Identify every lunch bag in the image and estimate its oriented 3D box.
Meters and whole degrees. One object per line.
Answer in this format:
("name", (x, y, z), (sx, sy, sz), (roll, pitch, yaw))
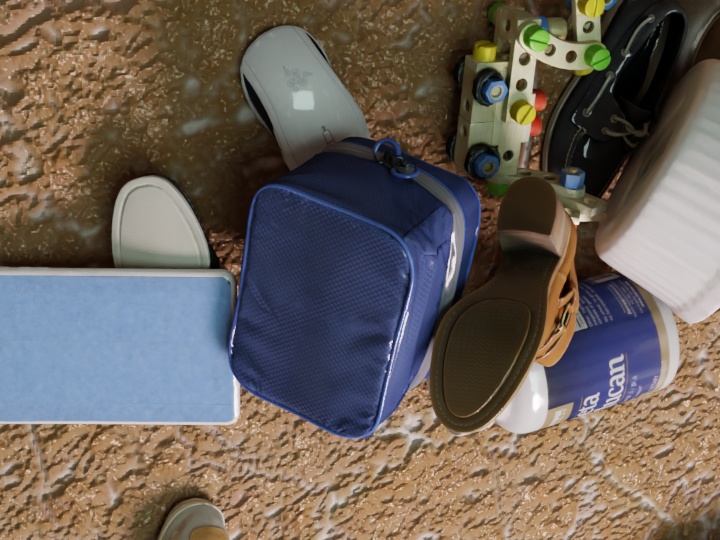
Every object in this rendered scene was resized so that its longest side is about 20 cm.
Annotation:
("lunch bag", (0.000, 0.000, 0.928), (0.132, 0.135, 0.201), (-37, 146, -54))

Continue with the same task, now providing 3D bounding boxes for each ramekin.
("ramekin", (0.268, -0.068, 1.021), (0.097, 0.200, 0.201), (28, 100, 0))

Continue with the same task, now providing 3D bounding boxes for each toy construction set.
("toy construction set", (0.140, -0.128, 1.020), (0.130, 0.092, 0.201), (-8, 105, -22))

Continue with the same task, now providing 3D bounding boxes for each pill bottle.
("pill bottle", (0.160, 0.074, 1.101), (0.199, 0.111, 0.112), (-15, 118, -18))

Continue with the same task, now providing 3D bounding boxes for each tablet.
("tablet", (-0.189, 0.056, 0.951), (0.198, 0.014, 0.131), (0, 116, -2))

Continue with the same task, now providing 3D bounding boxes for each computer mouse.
("computer mouse", (-0.026, -0.092, 0.982), (0.109, 0.044, 0.201), (-35, 122, -5))

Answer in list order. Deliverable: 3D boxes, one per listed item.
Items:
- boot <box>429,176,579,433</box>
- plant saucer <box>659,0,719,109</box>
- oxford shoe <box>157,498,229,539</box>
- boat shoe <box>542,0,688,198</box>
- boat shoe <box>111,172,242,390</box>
("boot", (0.121, 0.047, 0.967), (0.201, 0.073, 0.155), (-66, 156, -16))
("plant saucer", (0.336, -0.175, 1.118), (0.199, 0.032, 0.201), (-10, 117, -21))
("oxford shoe", (-0.156, 0.289, 1.087), (0.075, 0.058, 0.201), (8, 110, -30))
("boat shoe", (0.209, -0.133, 1.059), (0.072, 0.063, 0.201), (13, 106, -28))
("boat shoe", (-0.130, 0.012, 0.973), (0.073, 0.060, 0.201), (-11, 117, 16))
